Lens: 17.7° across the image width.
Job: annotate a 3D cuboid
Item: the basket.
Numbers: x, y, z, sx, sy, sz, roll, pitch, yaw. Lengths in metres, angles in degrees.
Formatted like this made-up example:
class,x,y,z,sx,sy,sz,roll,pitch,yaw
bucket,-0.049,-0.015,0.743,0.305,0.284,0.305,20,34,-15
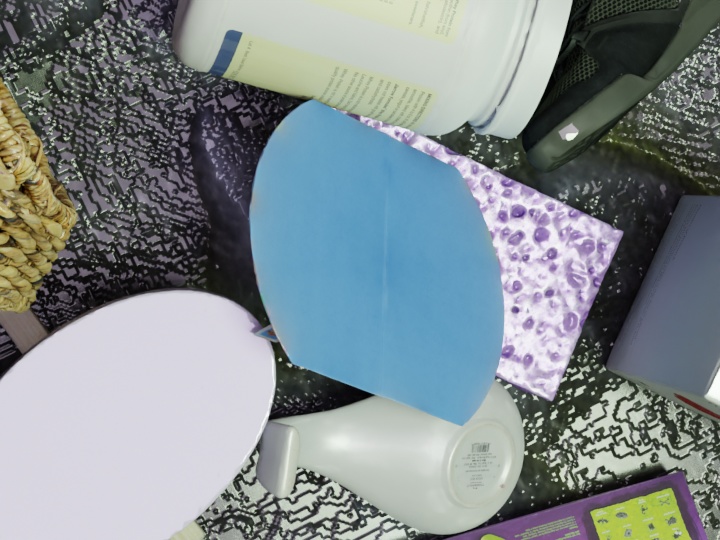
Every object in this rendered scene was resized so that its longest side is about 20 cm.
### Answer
class,x,y,z,sx,sy,sz,roll,pitch,yaw
basket,-0.209,-0.069,1.229,0.143,0.200,0.149,26,88,-2

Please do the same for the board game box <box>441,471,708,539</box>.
class,x,y,z,sx,sy,sz,roll,pitch,yaw
board game box,0.116,0.202,1.361,0.200,0.032,0.120,-15,64,-8

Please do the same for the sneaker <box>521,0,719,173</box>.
class,x,y,z,sx,sy,sz,roll,pitch,yaw
sneaker,0.133,-0.145,1.335,0.114,0.076,0.199,43,63,-1

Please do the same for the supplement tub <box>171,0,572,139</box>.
class,x,y,z,sx,sy,sz,roll,pitch,yaw
supplement tub,0.007,-0.158,1.293,0.200,0.145,0.145,15,90,-10

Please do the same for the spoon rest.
class,x,y,z,sx,sy,sz,roll,pitch,yaw
spoon rest,0.017,0.103,1.328,0.200,0.061,0.100,5,97,-41

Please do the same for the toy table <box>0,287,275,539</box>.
class,x,y,z,sx,sy,sz,roll,pitch,yaw
toy table,-0.141,0.089,1.293,0.200,0.117,0.184,-26,97,-7

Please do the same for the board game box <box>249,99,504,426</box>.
class,x,y,z,sx,sy,sz,roll,pitch,yaw
board game box,0.000,0.000,1.290,0.200,0.039,0.158,23,59,-41

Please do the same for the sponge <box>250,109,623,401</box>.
class,x,y,z,sx,sy,sz,roll,pitch,yaw
sponge,0.046,-0.014,1.364,0.200,0.030,0.112,25,88,-9

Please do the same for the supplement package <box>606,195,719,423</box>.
class,x,y,z,sx,sy,sz,roll,pitch,yaw
supplement package,0.238,0.034,1.311,0.121,0.200,0.120,25,88,-9
